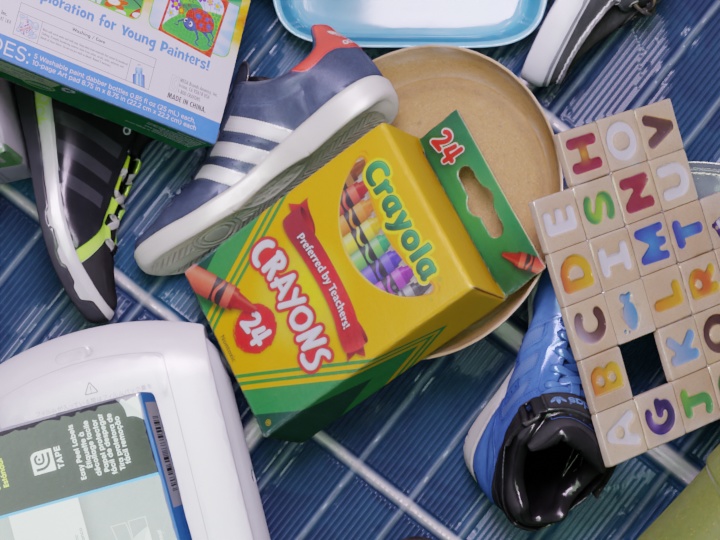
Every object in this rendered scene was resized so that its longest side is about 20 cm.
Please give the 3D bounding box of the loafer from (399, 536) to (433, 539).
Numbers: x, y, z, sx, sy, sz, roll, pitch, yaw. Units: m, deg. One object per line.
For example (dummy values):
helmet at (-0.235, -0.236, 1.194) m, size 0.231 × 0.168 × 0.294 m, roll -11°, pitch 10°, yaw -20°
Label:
loafer at (0.002, 0.261, 1.356) m, size 0.073 × 0.071 × 0.200 m, roll 23°, pitch 87°, yaw 0°

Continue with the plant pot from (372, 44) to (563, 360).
plant pot at (0.041, -0.041, 1.354) m, size 0.200 × 0.027 × 0.200 m, roll -5°, pitch 79°, yaw 29°

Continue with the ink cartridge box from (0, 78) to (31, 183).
ink cartridge box at (-0.315, -0.084, 1.329) m, size 0.200 × 0.145 × 0.088 m, roll -13°, pitch 87°, yaw -2°

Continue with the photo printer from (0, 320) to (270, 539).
photo printer at (-0.151, 0.135, 1.360) m, size 0.166 × 0.069 × 0.200 m, roll -15°, pitch 87°, yaw 0°

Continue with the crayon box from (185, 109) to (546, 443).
crayon box at (0.000, 0.000, 1.325) m, size 0.200 × 0.051 × 0.127 m, roll -37°, pitch 65°, yaw 19°

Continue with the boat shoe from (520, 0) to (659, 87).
boat shoe at (0.175, -0.196, 1.382) m, size 0.057 × 0.069 × 0.200 m, roll 33°, pitch 85°, yaw 6°

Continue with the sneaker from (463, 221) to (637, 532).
sneaker at (0.133, 0.066, 1.324) m, size 0.077 × 0.111 × 0.200 m, roll 22°, pitch 103°, yaw -21°

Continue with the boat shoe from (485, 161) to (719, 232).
boat shoe at (0.161, -0.027, 1.378) m, size 0.200 × 0.062 × 0.073 m, roll -11°, pitch 88°, yaw -2°

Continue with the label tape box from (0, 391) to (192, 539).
label tape box at (-0.204, 0.167, 1.292) m, size 0.200 × 0.066 × 0.143 m, roll -15°, pitch 87°, yaw -1°

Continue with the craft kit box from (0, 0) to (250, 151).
craft kit box at (-0.155, -0.197, 1.287) m, size 0.200 × 0.049 × 0.198 m, roll 22°, pitch 77°, yaw -31°

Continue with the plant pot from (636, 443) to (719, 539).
plant pot at (0.227, 0.211, 1.320) m, size 0.190 × 0.200 × 0.200 m, roll -38°, pitch 89°, yaw 9°

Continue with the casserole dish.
casserole dish at (0.032, -0.202, 1.396) m, size 0.200 × 0.039 × 0.121 m, roll 0°, pitch 88°, yaw 0°

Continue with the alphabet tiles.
alphabet tiles at (0.183, 0.001, 1.325) m, size 0.167 × 0.008 × 0.200 m, roll -19°, pitch 94°, yaw -36°

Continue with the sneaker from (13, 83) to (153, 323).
sneaker at (-0.167, -0.068, 1.368) m, size 0.083 × 0.072 × 0.200 m, roll -12°, pitch 88°, yaw -3°

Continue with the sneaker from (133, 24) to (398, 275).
sneaker at (-0.073, -0.078, 1.370) m, size 0.200 × 0.075 × 0.085 m, roll -37°, pitch 70°, yaw 10°
